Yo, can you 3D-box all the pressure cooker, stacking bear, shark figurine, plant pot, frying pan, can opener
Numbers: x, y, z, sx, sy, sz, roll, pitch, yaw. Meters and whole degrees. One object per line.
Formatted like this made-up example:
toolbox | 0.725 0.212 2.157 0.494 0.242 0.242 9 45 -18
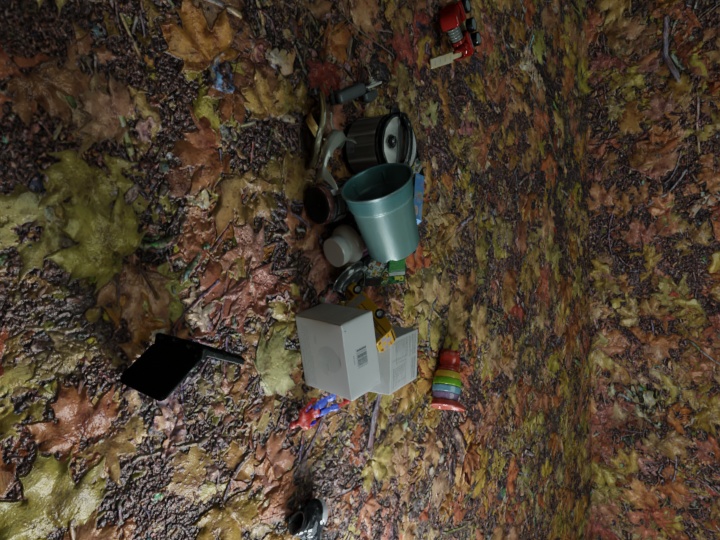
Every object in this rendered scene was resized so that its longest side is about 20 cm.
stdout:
pressure cooker | 0.068 -0.349 1.632 0.180 0.196 0.179 -51 126 -32
stacking bear | 0.312 0.384 2.043 0.113 0.118 0.207 33 60 -51
shark figurine | -0.057 -0.323 1.513 0.218 0.086 0.131 -74 170 -46
plant pot | 0.067 -0.145 1.507 0.200 0.196 0.201 -43 128 -36
frying pan | -0.008 0.012 1.661 0.188 0.031 0.116 -22 152 -49
can opener | -0.006 -0.505 1.642 0.198 0.052 0.069 -32 117 -42

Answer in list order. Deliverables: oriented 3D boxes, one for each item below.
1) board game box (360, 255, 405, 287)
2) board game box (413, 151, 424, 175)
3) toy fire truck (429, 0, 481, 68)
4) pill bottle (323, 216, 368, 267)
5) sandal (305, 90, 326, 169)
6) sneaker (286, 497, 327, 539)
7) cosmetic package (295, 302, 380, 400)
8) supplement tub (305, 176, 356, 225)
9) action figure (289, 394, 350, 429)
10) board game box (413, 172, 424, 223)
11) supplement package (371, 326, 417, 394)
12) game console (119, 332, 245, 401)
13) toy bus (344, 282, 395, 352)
board game box | 0.072 -0.010 1.783 0.196 0.023 0.109 -4 95 -47
board game box | 0.138 -0.300 1.843 0.199 0.023 0.108 -41 124 -39
toy fire truck | 0.306 -0.785 1.936 0.179 0.125 0.202 60 43 -32
pill bottle | -0.013 -0.091 1.627 0.199 0.110 0.116 -36 119 -40
sandal | -0.124 -0.374 1.519 0.052 0.080 0.208 9 96 -11
sneaker | -0.151 0.737 1.577 0.112 0.074 0.208 13 78 -47
cosmetic package | -0.061 0.210 1.533 0.121 0.196 0.207 -19 108 -42
supplement tub | -0.053 -0.198 1.579 0.197 0.105 0.111 -23 110 -45
action figure | -0.118 0.389 1.600 0.197 0.051 0.068 -22 104 -40
board game box | 0.120 -0.167 1.685 0.036 0.200 0.156 17 59 -19
supplement package | 0.065 0.255 1.686 0.198 0.147 0.157 -9 100 -61
game console | -0.368 0.206 1.191 0.174 0.196 0.120 25 76 -46
toy bus | 0.020 0.126 1.583 0.078 0.200 0.066 -38 144 -10
